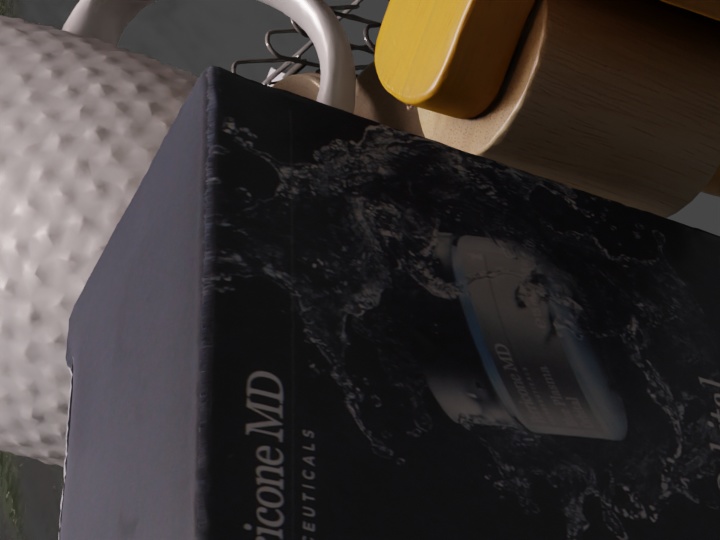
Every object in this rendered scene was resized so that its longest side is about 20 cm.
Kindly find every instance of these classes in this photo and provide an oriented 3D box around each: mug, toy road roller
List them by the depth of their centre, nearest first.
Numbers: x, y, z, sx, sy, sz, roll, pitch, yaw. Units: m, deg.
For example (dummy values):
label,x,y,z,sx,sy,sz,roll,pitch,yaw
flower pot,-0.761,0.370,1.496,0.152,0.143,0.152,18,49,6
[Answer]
label,x,y,z,sx,sy,sz,roll,pitch,yaw
toy road roller,0.106,-0.102,0.743,0.146,0.123,0.201,45,116,57
mug,-0.077,-0.025,0.894,0.148,0.175,0.201,63,-133,-62

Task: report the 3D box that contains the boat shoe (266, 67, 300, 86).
label,x,y,z,sx,sy,sz,roll,pitch,yaw
boat shoe,-0.021,-0.035,1.121,0.202,0.074,0.086,-138,67,-72

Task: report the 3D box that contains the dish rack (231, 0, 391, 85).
label,x,y,z,sx,sy,sz,roll,pitch,yaw
dish rack,0.003,-0.043,0.967,0.200,0.054,0.154,-37,65,41

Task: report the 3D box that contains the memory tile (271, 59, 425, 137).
label,x,y,z,sx,sy,sz,roll,pitch,yaw
memory tile,0.000,0.000,0.922,0.200,0.017,0.154,-6,85,44

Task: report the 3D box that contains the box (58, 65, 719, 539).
label,x,y,z,sx,sy,sz,roll,pitch,yaw
box,0.025,0.075,0.685,0.197,0.199,0.118,-92,27,-44
